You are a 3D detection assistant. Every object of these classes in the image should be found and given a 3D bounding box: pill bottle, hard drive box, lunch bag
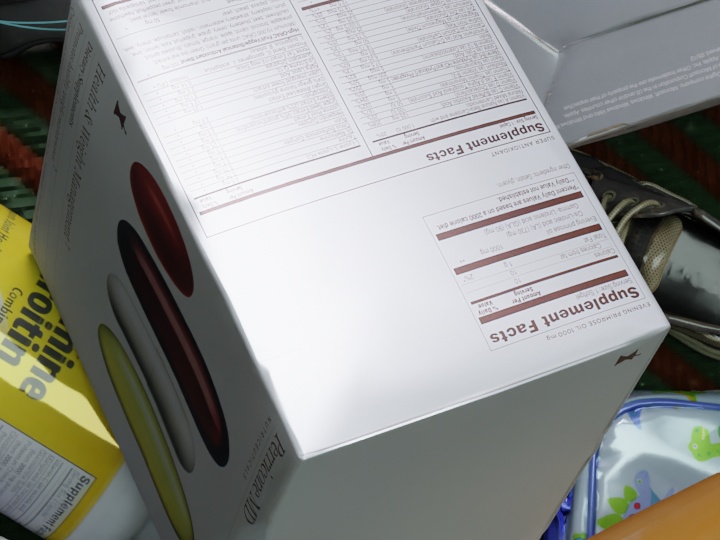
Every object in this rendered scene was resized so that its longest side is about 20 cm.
[{"bbox_3d":[-0.131,0.052,1.002,0.199,0.112,0.112,32,79,-10],"label":"pill bottle"},{"bbox_3d":[0.146,-0.109,1.014,0.155,0.200,0.077,-17,90,14],"label":"hard drive box"},{"bbox_3d":[0.158,0.155,1.084,0.160,0.082,0.201,3,86,-14],"label":"lunch bag"}]

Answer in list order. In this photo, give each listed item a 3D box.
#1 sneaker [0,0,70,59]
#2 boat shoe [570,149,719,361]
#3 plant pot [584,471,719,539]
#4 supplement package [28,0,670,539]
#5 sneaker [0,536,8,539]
[{"bbox_3d":[-0.083,-0.135,1.059,0.199,0.075,0.080,-1,110,-16],"label":"sneaker"},{"bbox_3d":[0.127,-0.015,1.092,0.199,0.073,0.075,18,82,-12],"label":"boat shoe"},{"bbox_3d":[0.126,0.183,0.954,0.183,0.200,0.201,-36,95,-25],"label":"plant pot"},{"bbox_3d":[-0.017,0.006,0.874,0.146,0.192,0.201,-18,64,-22],"label":"supplement package"},{"bbox_3d":[-0.220,0.114,0.965,0.199,0.083,0.081,11,73,17],"label":"sneaker"}]
